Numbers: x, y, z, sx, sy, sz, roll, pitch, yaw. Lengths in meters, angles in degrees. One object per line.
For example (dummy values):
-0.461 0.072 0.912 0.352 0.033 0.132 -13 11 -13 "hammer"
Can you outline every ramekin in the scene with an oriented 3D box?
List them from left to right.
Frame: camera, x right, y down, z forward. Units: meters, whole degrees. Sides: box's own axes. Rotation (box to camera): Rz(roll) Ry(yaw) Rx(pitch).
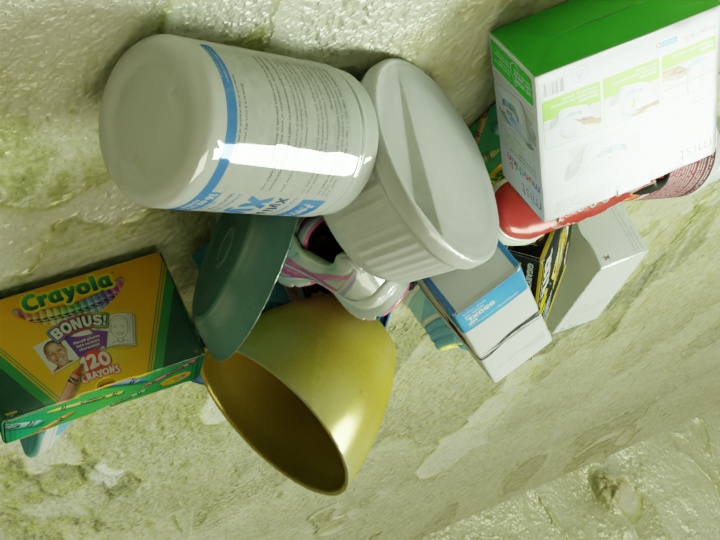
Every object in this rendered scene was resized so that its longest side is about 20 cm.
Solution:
0.035 -0.082 1.193 0.094 0.204 0.202 -25 162 27 "ramekin"

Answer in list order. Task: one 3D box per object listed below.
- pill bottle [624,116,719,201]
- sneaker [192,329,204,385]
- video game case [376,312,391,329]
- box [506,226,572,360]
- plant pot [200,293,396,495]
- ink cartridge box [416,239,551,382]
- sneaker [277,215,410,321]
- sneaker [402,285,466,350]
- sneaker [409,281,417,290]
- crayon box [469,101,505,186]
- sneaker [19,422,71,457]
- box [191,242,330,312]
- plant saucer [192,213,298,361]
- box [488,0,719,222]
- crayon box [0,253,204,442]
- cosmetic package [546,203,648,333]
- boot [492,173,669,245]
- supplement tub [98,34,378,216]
0.340 -0.138 1.517 0.199 0.113 0.113 -6 150 -42 "pill bottle"
-0.154 0.094 1.487 0.082 0.075 0.200 -4 166 -21 "sneaker"
0.000 0.000 1.395 0.018 0.144 0.200 -11 156 -13 "video game case"
0.210 -0.015 1.556 0.201 0.049 0.160 88 25 -52 "box"
-0.044 0.106 1.341 0.142 0.200 0.200 -44 168 -27 "plant pot"
0.109 0.010 1.348 0.084 0.145 0.200 -37 150 0 "ink cartridge box"
-0.042 -0.029 1.269 0.081 0.199 0.088 -50 138 -22 "sneaker"
0.148 0.022 1.614 0.079 0.131 0.200 0 144 -49 "sneaker"
0.026 -0.060 1.397 0.073 0.080 0.201 -23 141 -30 "sneaker"
0.144 -0.107 1.434 0.118 0.059 0.200 -4 149 -45 "crayon box"
-0.301 0.137 1.449 0.130 0.080 0.200 -10 154 -35 "sneaker"
-0.094 0.020 1.416 0.049 0.083 0.200 -35 158 19 "box"
-0.111 -0.016 1.219 0.036 0.201 0.200 21 138 -18 "plant saucer"
0.238 -0.168 1.267 0.199 0.097 0.177 -23 134 -11 "box"
-0.265 0.072 1.265 0.199 0.119 0.058 -18 157 -22 "crayon box"
0.291 -0.013 1.752 0.081 0.113 0.200 -17 159 -22 "cosmetic package"
0.226 -0.085 1.352 0.199 0.073 0.144 -17 177 -43 "boot"
-0.095 -0.111 1.050 0.199 0.133 0.132 2 145 -49 "supplement tub"
